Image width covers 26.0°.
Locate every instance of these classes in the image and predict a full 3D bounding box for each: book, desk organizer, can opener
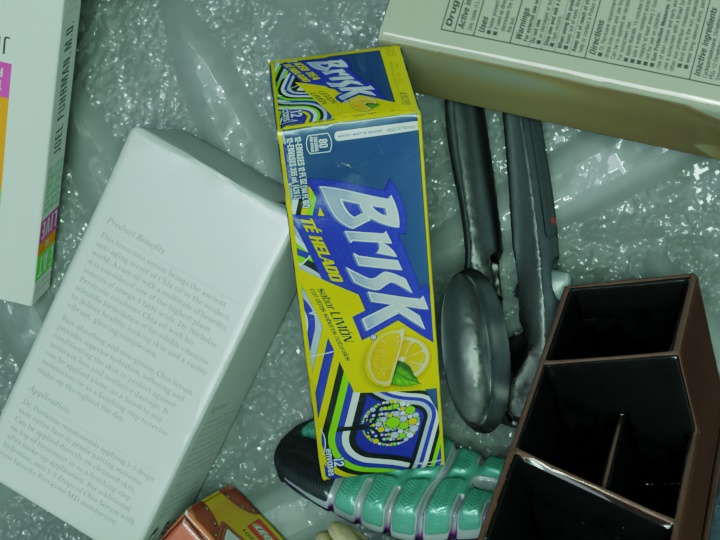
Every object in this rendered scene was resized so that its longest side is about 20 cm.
[{"bbox_3d":[-0.217,-0.090,0.819,0.133,0.048,0.201,16,119,8],"label":"book"},{"bbox_3d":[0.111,0.087,0.684,0.071,0.200,0.077,-6,120,23],"label":"desk organizer"},{"bbox_3d":[0.073,-0.019,0.775,0.063,0.079,0.201,0,81,7],"label":"can opener"}]

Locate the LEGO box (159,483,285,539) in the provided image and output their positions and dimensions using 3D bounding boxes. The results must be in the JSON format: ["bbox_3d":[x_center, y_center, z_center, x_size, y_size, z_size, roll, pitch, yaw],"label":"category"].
[{"bbox_3d":[-0.060,0.239,0.816,0.200,0.077,0.149,46,103,8],"label":"LEGO box"}]

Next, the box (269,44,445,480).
[{"bbox_3d":[0.000,0.000,0.735,0.064,0.070,0.201,-8,125,-2],"label":"box"}]

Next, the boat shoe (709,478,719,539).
[{"bbox_3d":[0.206,0.090,0.729,0.200,0.091,0.071,-39,84,14],"label":"boat shoe"}]

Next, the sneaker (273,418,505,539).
[{"bbox_3d":[0.046,0.134,0.789,0.199,0.074,0.088,12,126,26],"label":"sneaker"}]

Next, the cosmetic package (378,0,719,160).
[{"bbox_3d":[0.119,-0.121,0.729,0.199,0.071,0.106,15,78,14],"label":"cosmetic package"}]

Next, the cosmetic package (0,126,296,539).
[{"bbox_3d":[-0.107,0.036,0.818,0.101,0.071,0.200,29,101,11],"label":"cosmetic package"}]

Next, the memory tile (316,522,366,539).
[{"bbox_3d":[0.064,0.200,0.710,0.017,0.153,0.200,-45,110,0],"label":"memory tile"}]
